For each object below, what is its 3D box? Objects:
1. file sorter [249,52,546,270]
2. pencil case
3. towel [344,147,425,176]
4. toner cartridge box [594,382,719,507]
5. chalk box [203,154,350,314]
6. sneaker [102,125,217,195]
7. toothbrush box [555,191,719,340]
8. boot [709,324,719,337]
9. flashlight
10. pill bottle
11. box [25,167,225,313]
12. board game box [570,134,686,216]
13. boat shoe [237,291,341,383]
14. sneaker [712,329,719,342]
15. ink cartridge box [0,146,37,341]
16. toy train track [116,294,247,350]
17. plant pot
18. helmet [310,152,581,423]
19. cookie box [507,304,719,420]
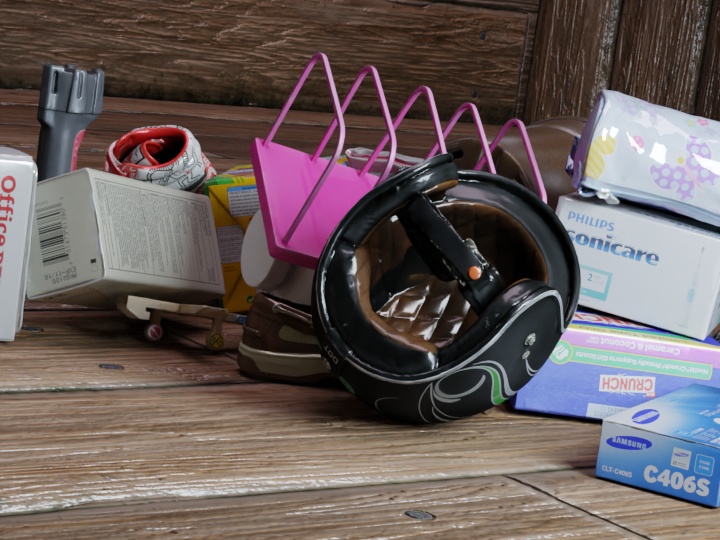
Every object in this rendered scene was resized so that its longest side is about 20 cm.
[{"bbox_3d":[0.032,-0.074,1.621,0.198,0.126,0.140,17,36,-25],"label":"file sorter"},{"bbox_3d":[0.267,-0.079,1.602,0.198,0.084,0.091,15,46,-2],"label":"pencil case"},{"bbox_3d":[0.067,-0.021,1.847,0.146,0.201,0.030,16,49,40],"label":"towel"},{"bbox_3d":[0.252,0.125,1.467,0.094,0.044,0.200,11,10,27],"label":"toner cartridge box"},{"bbox_3d":[-0.062,-0.040,1.872,0.123,0.125,0.200,-6,8,7],"label":"chalk box"},{"bbox_3d":[-0.232,-0.070,1.842,0.199,0.108,0.068,-17,52,2],"label":"sneaker"},{"bbox_3d":[0.242,-0.011,1.689,0.145,0.086,0.200,16,8,13],"label":"toothbrush box"},{"bbox_3d":[0.365,-0.013,1.992,0.199,0.190,0.068,-2,-18,-41],"label":"boot"},{"bbox_3d":[-0.260,-0.080,1.782,0.067,0.202,0.068,8,8,-8],"label":"flashlight"},{"bbox_3d":[0.000,0.000,1.716,0.198,0.112,0.111,14,5,-29],"label":"pill bottle"},{"bbox_3d":[-0.196,-0.021,1.661,0.077,0.096,0.200,-15,-12,23],"label":"box"},{"bbox_3d":[0.281,-0.069,1.718,0.198,0.035,0.135,14,9,-3],"label":"board game box"},{"bbox_3d":[0.005,0.052,1.592,0.200,0.076,0.075,5,9,-19],"label":"boat shoe"},{"bbox_3d":[0.353,0.075,1.732,0.077,0.086,0.200,6,9,-9],"label":"sneaker"},{"bbox_3d":[-0.360,-0.028,1.538,0.198,0.148,0.083,4,8,-29],"label":"ink cartridge box"},{"bbox_3d":[-0.106,0.051,1.651,0.198,0.033,0.114,10,-4,-27],"label":"toy train track"},{"bbox_3d":[0.153,-0.053,1.970,0.199,0.202,0.198,14,10,34],"label":"plant pot"},{"bbox_3d":[0.062,0.017,1.487,0.198,0.202,0.191,10,-5,16],"label":"helmet"},{"bbox_3d":[0.194,0.068,1.662,0.169,0.076,0.200,9,10,-10],"label":"cookie box"}]
